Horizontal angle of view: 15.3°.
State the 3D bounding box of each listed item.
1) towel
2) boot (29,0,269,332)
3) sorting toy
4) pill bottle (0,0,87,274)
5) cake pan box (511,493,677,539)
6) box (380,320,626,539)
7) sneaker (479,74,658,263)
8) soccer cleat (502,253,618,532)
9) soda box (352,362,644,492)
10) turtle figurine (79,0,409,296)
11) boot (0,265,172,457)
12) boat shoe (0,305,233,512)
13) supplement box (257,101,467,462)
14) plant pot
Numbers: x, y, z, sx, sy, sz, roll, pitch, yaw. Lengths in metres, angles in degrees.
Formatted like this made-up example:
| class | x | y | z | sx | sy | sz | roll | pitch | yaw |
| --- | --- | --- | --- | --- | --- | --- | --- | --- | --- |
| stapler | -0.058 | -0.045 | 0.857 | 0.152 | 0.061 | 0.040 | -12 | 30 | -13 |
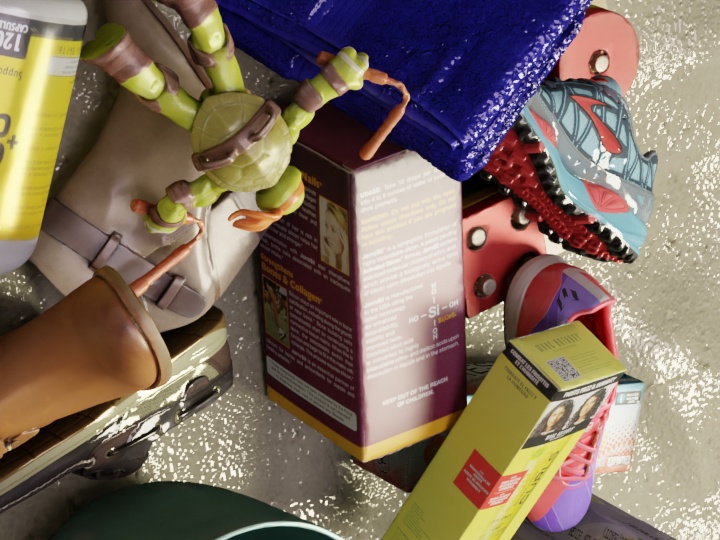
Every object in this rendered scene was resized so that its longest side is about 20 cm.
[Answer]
| class | x | y | z | sx | sy | sz | roll | pitch | yaw |
| --- | --- | --- | --- | --- | --- | --- | --- | --- | --- |
| towel | 0.020 | -0.160 | 1.575 | 0.148 | 0.200 | 0.050 | -55 | 166 | -7 |
| boot | -0.139 | -0.054 | 1.573 | 0.146 | 0.070 | 0.200 | -37 | 112 | -6 |
| sorting toy | 0.101 | -0.083 | 1.736 | 0.200 | 0.070 | 0.199 | -25 | 119 | -28 |
| pill bottle | -0.223 | -0.064 | 1.470 | 0.112 | 0.112 | 0.200 | 7 | 101 | -38 |
| cake pan box | 0.163 | 0.261 | 1.821 | 0.052 | 0.200 | 0.184 | 13 | 100 | -42 |
| box | 0.085 | 0.123 | 1.690 | 0.075 | 0.050 | 0.200 | -13 | 143 | -49 |
| sneaker | 0.120 | -0.089 | 1.668 | 0.200 | 0.079 | 0.096 | 45 | 62 | -43 |
| soccer cleat | 0.134 | 0.090 | 1.735 | 0.068 | 0.073 | 0.200 | -19 | 120 | -31 |
| soda box | 0.094 | 0.101 | 1.799 | 0.200 | 0.064 | 0.068 | -2 | 107 | -37 |
| turtle figurine | -0.084 | -0.078 | 1.504 | 0.200 | 0.064 | 0.161 | -35 | 114 | 10 |
| boot | -0.196 | 0.071 | 1.491 | 0.155 | 0.200 | 0.074 | -30 | 89 | -25 |
| boat shoe | -0.152 | 0.095 | 1.606 | 0.200 | 0.073 | 0.065 | -34 | 118 | -23 |
| supplement box | 0.000 | 0.000 | 1.654 | 0.086 | 0.110 | 0.200 | -20 | 121 | -31 |
| plant pot | -0.110 | 0.218 | 1.624 | 0.201 | 0.161 | 0.201 | -14 | 115 | -33 |
